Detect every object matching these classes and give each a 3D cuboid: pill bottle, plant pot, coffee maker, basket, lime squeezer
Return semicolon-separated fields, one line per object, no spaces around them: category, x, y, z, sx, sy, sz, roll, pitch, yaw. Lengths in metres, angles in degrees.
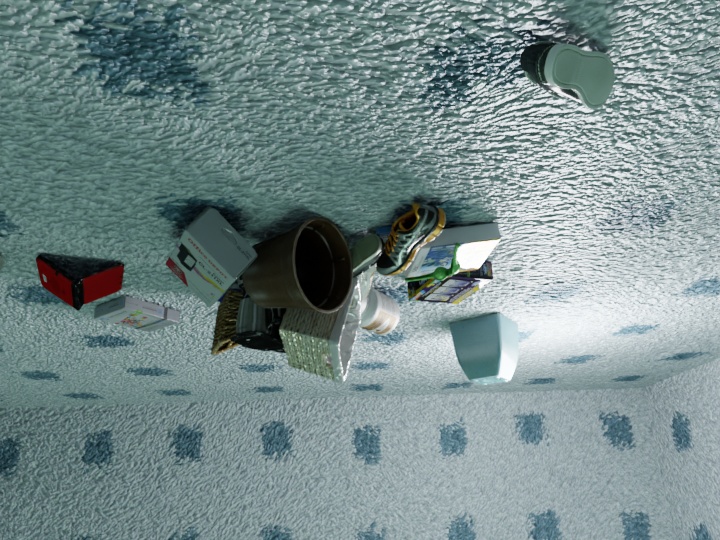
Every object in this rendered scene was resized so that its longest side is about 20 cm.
pill bottle;0.021;0.108;1.740;0.112;0.118;0.198;-15;155;30
plant pot;0.441;0.285;2.120;0.192;0.206;0.194;-15;156;31
coffee maker;-0.246;0.092;1.548;0.130;0.206;0.193;-3;159;7
plant pot;-0.149;0.001;1.361;0.194;0.207;0.198;-10;159;38
basket;-0.327;0.159;1.685;0.139;0.154;0.200;12;157;-18
lime squeezer;0.187;-0.002;1.415;0.069;0.039;0.199;5;154;-33
basket;-0.094;0.138;1.518;0.156;0.204;0.201;9;144;10

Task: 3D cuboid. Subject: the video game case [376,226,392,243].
video game case;0.113;-0.059;1.462;0.138;0.018;0.201;-4;159;4

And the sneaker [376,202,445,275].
sneaker;0.092;-0.071;1.301;0.076;0.079;0.201;23;123;-33

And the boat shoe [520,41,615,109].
boat shoe;0.297;-0.281;0.862;0.197;0.078;0.060;7;-163;-47

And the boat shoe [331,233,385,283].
boat shoe;-0.017;-0.017;1.426;0.197;0.076;0.065;-35;148;24

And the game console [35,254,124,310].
game console;-0.710;0.011;1.547;0.170;0.120;0.200;36;149;-7

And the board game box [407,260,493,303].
board game box;0.239;0.029;1.647;0.160;0.058;0.200;4;158;-21

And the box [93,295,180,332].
box;-0.669;0.134;1.832;0.153;0.042;0.198;-16;154;31

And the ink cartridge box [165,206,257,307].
ink cartridge box;-0.326;-0.025;1.316;0.146;0.083;0.199;45;145;-6

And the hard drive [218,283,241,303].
hard drive;-0.308;0.071;1.699;0.193;0.026;0.133;4;159;4

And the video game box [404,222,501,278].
video game box;0.210;-0.043;1.439;0.193;0.048;0.183;-7;160;-10

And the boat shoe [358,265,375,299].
boat shoe;0.000;0.000;1.533;0.067;0.072;0.202;10;144;-2

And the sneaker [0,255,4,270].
sneaker;-0.877;-0.017;1.393;0.075;0.080;0.200;17;151;-12
